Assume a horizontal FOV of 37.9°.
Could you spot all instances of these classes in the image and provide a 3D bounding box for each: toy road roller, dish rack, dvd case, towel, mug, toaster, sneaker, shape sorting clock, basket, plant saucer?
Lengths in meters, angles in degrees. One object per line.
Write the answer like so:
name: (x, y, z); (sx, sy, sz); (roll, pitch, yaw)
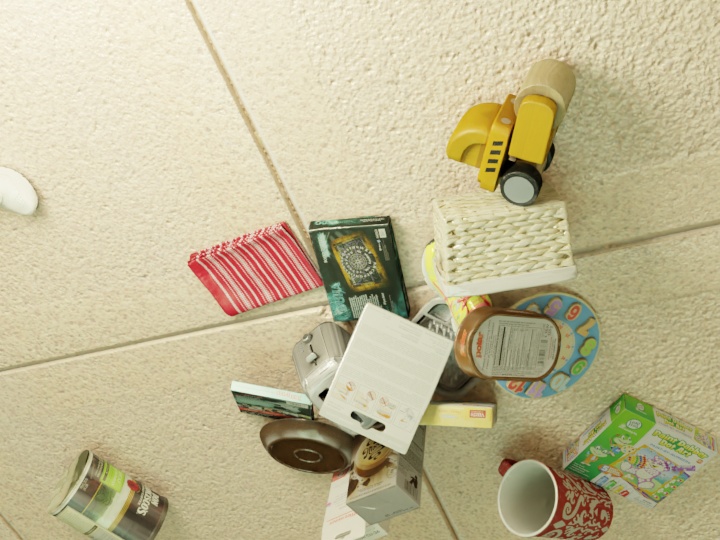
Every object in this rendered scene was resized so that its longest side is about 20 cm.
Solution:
toy road roller: (0.205, -0.201, 1.461); (0.145, 0.123, 0.201); (19, 131, 9)
dish rack: (0.149, 0.125, 1.788); (0.171, 0.044, 0.200); (28, 128, -14)
dvd case: (-0.155, 0.242, 1.893); (0.145, 0.022, 0.200); (10, 163, 3)
towel: (-0.177, 0.002, 1.762); (0.199, 0.023, 0.145); (-18, 124, 23)
mug: (0.357, 0.410, 1.919); (0.199, 0.179, 0.133); (21, 131, -40)
toaster: (-0.028, 0.194, 1.807); (0.113, 0.129, 0.200); (-37, 116, 11)
sneaker: (-0.619, -0.134, 1.690); (0.199, 0.087, 0.075); (25, 128, -11)
sneaker: (0.167, 0.036, 1.650); (0.078, 0.090, 0.201); (-32, 103, -13)
shape sorting clock: (0.304, 0.127, 1.726); (0.198, 0.039, 0.202); (-5, 119, -9)
basket: (0.206, -0.049, 1.542); (0.198, 0.136, 0.124); (-8, 108, -1)
plant saucer: (-0.097, 0.340, 1.986); (0.198, 0.032, 0.201); (8, 146, 6)

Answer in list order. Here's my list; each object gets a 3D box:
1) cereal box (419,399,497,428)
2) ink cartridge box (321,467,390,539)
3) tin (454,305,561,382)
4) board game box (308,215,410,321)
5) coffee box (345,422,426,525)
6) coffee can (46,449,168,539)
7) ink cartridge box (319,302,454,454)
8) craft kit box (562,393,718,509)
cereal box: (0.161, 0.245, 1.805); (0.142, 0.040, 0.200); (1, 175, 9)
ink cartridge box: (-0.003, 0.450, 1.982); (0.116, 0.201, 0.068); (-29, 119, 30)
tin: (0.233, 0.115, 1.630); (0.199, 0.113, 0.042); (6, -179, -34)
board game box: (0.000, 0.000, 1.722); (0.134, 0.028, 0.201); (-3, 129, 13)
coffee box: (0.048, 0.339, 1.880); (0.113, 0.201, 0.080); (-27, 124, 28)
coffee can: (-0.515, 0.481, 2.140); (0.200, 0.147, 0.146); (37, 126, -19)
ink cartridge box: (0.042, 0.175, 1.710); (0.159, 0.201, 0.047); (24, 173, 0)
craft kit box: (0.502, 0.330, 1.892); (0.199, 0.049, 0.198); (25, 127, -10)
